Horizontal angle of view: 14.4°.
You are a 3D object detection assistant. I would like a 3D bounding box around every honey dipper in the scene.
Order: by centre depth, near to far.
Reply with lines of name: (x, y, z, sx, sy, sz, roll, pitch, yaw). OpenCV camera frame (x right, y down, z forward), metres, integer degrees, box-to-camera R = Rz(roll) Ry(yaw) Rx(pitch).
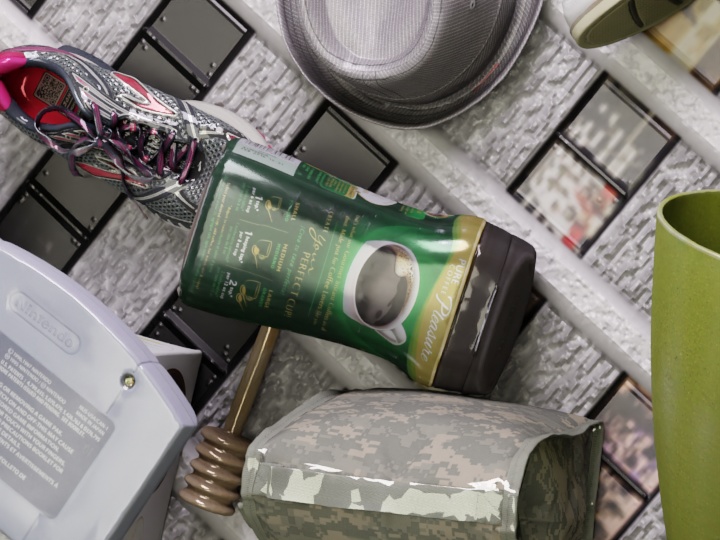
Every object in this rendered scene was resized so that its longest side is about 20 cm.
honey dipper: (-0.060, 0.051, 1.743, 0.038, 0.038, 0.201, 21, 93, 19)

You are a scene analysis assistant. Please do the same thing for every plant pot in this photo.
plant pot: (0.237, 0.079, 1.569, 0.186, 0.187, 0.201, 15, 107, 19)

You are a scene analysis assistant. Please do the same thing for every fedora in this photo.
fedora: (0.019, -0.186, 1.681, 0.176, 0.090, 0.201, 10, 93, 20)

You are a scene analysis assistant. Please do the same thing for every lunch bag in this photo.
lunch bag: (0.036, 0.130, 1.617, 0.163, 0.200, 0.118, 6, 92, 19)

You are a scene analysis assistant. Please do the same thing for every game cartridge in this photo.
game cartridge: (-0.191, 0.065, 1.582, 0.200, 0.042, 0.133, 37, 96, 15)

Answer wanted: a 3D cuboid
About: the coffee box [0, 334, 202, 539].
coffee box: (-0.235, 0.121, 1.717, 0.199, 0.198, 0.201, 14, 94, 18)

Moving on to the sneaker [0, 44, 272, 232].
sneaker: (-0.144, -0.079, 1.750, 0.199, 0.075, 0.081, 23, 97, 18)

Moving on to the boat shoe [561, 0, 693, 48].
boat shoe: (0.190, -0.209, 1.634, 0.200, 0.075, 0.069, -39, 71, 9)

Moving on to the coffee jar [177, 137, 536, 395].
coffee jar: (0.000, 0.000, 1.669, 0.199, 0.085, 0.105, 19, 97, 3)
